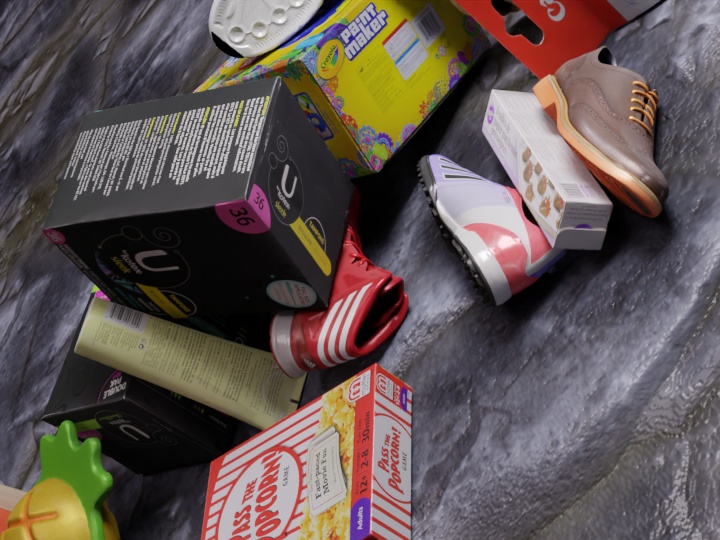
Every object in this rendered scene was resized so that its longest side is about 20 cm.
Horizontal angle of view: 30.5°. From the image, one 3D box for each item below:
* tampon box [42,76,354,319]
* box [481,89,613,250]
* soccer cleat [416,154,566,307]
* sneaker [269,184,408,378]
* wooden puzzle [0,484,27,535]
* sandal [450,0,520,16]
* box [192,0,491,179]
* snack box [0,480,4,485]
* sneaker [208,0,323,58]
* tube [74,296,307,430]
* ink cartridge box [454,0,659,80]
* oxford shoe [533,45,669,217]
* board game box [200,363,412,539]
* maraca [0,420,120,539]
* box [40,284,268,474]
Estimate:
[{"bbox_3d":[-0.130,-0.052,1.099,0.197,0.150,0.128,-6,54,27],"label":"tampon box"},{"bbox_3d":[0.139,-0.081,1.008,0.201,0.041,0.039,-110,28,-57],"label":"box"},{"bbox_3d":[0.099,-0.043,1.041,0.072,0.069,0.201,-26,30,1],"label":"soccer cleat"},{"bbox_3d":[0.000,0.000,1.138,0.114,0.078,0.202,-9,54,31],"label":"sneaker"},{"bbox_3d":[-0.367,0.310,1.323,0.198,0.037,0.187,4,63,39],"label":"wooden puzzle"},{"bbox_3d":[0.094,-0.250,1.139,0.081,0.197,0.054,-77,2,-48],"label":"sandal"},{"bbox_3d":[-0.022,-0.179,1.214,0.191,0.123,0.200,-10,32,50],"label":"box"},{"bbox_3d":[-0.444,0.330,1.446,0.202,0.037,0.116,-59,32,-7],"label":"snack box"},{"bbox_3d":[-0.063,-0.283,1.183,0.201,0.080,0.147,-51,18,9],"label":"sneaker"},{"bbox_3d":[-0.144,0.081,1.132,0.052,0.197,0.059,-108,39,-76],"label":"tube"},{"bbox_3d":[0.177,-0.254,1.026,0.201,0.159,0.047,-53,30,3],"label":"ink cartridge box"},{"bbox_3d":[0.186,-0.110,0.966,0.073,0.071,0.201,-41,33,14],"label":"oxford shoe"},{"bbox_3d":[-0.045,0.183,1.025,0.199,0.046,0.153,-34,37,32],"label":"board game box"},{"bbox_3d":[-0.269,0.240,1.196,0.136,0.106,0.203,19,102,41],"label":"maraca"},{"bbox_3d":[-0.186,0.071,1.253,0.148,0.124,0.202,-17,48,45],"label":"box"}]
